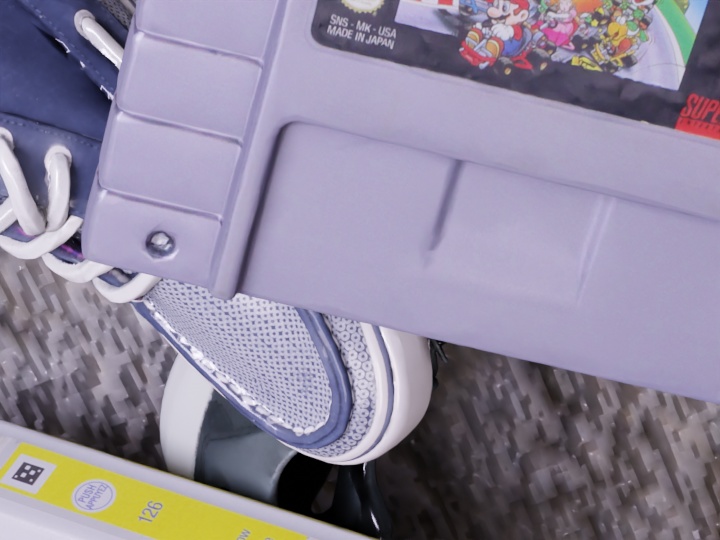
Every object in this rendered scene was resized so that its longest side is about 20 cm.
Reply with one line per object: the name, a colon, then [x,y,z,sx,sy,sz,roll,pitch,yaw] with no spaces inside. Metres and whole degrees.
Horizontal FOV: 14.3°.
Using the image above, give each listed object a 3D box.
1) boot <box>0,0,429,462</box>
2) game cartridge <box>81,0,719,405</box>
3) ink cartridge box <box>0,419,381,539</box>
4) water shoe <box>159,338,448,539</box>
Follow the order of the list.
boot: [-0.072,-0.020,0.742,0.200,0.090,0.073,49,130,7]
game cartridge: [0.044,-0.039,0.668,0.199,0.038,0.130,13,123,-6]
ink cartridge box: [-0.081,0.136,0.883,0.199,0.047,0.198,18,135,23]
water shoe: [0.000,0.000,0.814,0.071,0.079,0.201,-21,139,-38]
